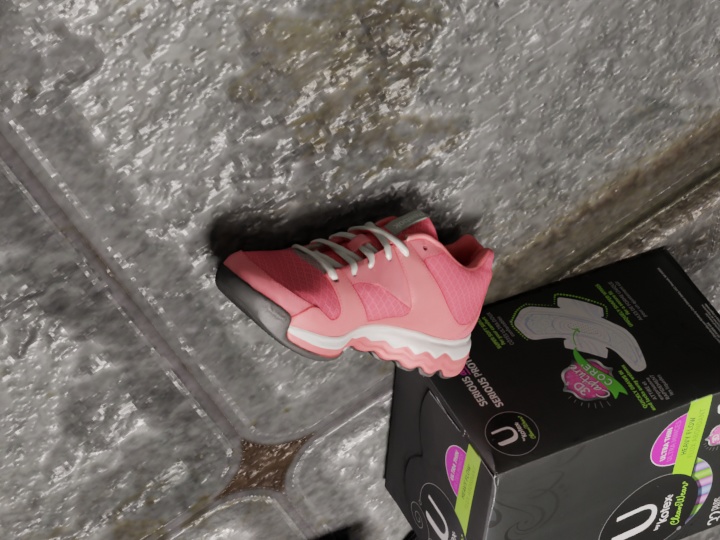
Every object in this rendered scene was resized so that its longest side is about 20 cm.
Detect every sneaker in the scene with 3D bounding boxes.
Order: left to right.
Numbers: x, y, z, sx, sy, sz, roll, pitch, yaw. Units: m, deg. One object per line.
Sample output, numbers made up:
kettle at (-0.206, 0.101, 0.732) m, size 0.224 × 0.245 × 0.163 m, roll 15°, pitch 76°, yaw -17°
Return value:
sneaker at (0.000, 0.000, 1.153) m, size 0.199 × 0.074 × 0.087 m, roll 11°, pitch 111°, yaw -48°

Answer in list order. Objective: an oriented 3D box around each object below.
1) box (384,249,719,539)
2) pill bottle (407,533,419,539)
box at (0.132, 0.103, 1.304) m, size 0.199 × 0.125 × 0.149 m, roll -17°, pitch 138°, yaw -21°
pill bottle at (0.109, 0.261, 1.396) m, size 0.111 × 0.200 × 0.112 m, roll -21°, pitch 141°, yaw -18°
